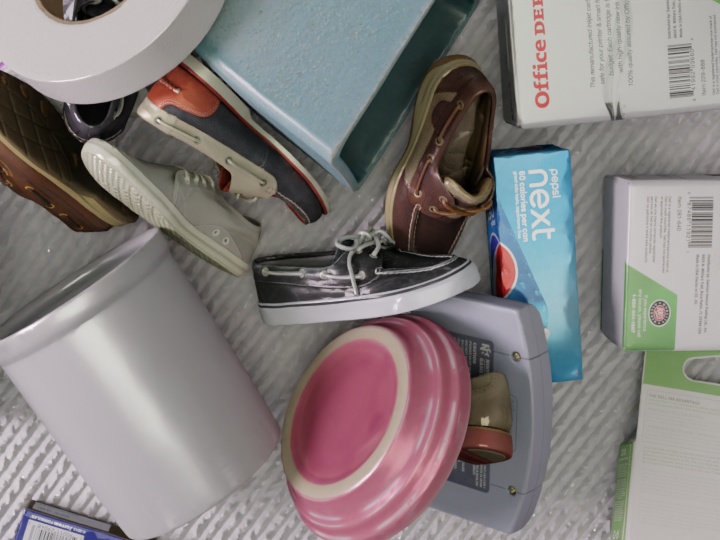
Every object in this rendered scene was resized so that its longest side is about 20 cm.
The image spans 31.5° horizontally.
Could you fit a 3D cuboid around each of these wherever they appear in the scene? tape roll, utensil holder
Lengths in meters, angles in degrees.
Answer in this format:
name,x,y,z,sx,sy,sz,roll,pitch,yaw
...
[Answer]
name,x,y,z,sx,sy,sz,roll,pitch,yaw
tape roll,-0.184,-0.218,0.931,0.202,0.037,0.204,-9,65,20
utensil holder,-0.183,0.094,1.051,0.170,0.170,0.201,-32,103,2

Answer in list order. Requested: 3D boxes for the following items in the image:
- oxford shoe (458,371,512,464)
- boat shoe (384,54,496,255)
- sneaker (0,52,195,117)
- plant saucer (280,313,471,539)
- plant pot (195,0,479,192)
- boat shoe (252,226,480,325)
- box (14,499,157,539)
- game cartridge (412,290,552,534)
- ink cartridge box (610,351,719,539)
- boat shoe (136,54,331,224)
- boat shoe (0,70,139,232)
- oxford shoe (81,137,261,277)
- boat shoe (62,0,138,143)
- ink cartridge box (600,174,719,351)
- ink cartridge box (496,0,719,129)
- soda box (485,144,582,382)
name,x,y,z,sx,sy,sz,roll,pitch,yaw
oxford shoe,0.055,0.125,1.084,0.070,0.199,0.075,24,67,-40
boat shoe,0.074,-0.073,1.055,0.072,0.072,0.201,-4,124,-29
sneaker,-0.228,-0.154,1.048,0.199,0.075,0.100,-31,99,2
plant saucer,0.002,0.124,1.049,0.051,0.201,0.201,31,97,-35
plant pot,-0.040,-0.206,0.994,0.200,0.196,0.197,33,90,7
boat shoe,0.001,-0.001,1.072,0.198,0.074,0.068,-7,104,28
box,-0.272,0.318,1.150,0.121,0.032,0.201,19,97,-6
game cartridge,0.101,0.118,1.094,0.133,0.041,0.201,10,107,35
ink cartridge box,0.310,0.166,1.157,0.145,0.048,0.201,9,76,-6
boat shoe,-0.099,-0.093,1.040,0.063,0.071,0.200,-50,131,-5
boat shoe,-0.261,-0.087,1.022,0.067,0.072,0.200,-22,142,20
oxford shoe,-0.150,-0.060,1.040,0.200,0.075,0.058,39,79,-47
boat shoe,-0.187,-0.197,0.987,0.072,0.063,0.201,13,91,-10
ink cartridge box,0.316,-0.009,1.104,0.199,0.084,0.146,0,99,-4
ink cartridge box,0.216,-0.201,1.064,0.199,0.084,0.147,-5,100,-3
soda box,0.148,-0.005,1.105,0.067,0.064,0.201,-6,100,-3
